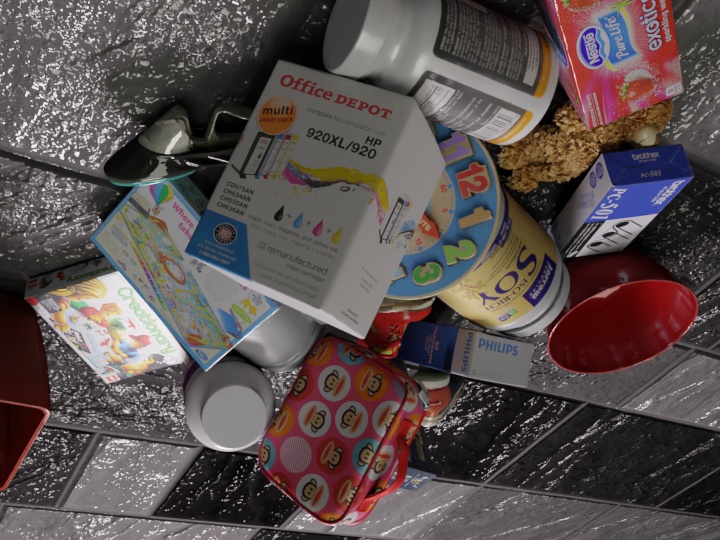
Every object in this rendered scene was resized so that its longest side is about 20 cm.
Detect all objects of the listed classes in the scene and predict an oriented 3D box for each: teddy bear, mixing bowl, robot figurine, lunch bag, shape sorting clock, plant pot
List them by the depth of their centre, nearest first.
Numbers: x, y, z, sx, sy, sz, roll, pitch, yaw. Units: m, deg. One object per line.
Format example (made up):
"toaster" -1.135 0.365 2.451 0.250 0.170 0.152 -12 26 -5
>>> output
"shape sorting clock" 0.048 -0.069 0.804 0.200 0.200 0.039 -26 168 16
"teddy bear" 0.249 -0.141 0.853 0.200 0.067 0.145 -11 141 0
"plant pot" -0.482 0.122 0.905 0.200 0.176 0.200 19 131 -29
"lunch bag" -0.014 0.196 0.920 0.200 0.176 0.082 -60 146 0
"robot figurine" -0.119 0.054 0.955 0.170 0.113 0.200 -10 143 31
"mixing bowl" 0.336 0.039 1.042 0.200 0.108 0.200 -6 139 -5

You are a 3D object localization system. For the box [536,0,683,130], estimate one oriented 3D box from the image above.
"box" 0.223 -0.242 0.712 0.100 0.096 0.200 -22 138 12

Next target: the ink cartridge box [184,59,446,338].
"ink cartridge box" -0.034 -0.064 0.723 0.147 0.200 0.145 22 172 20

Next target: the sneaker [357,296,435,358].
"sneaker" 0.040 0.067 0.964 0.077 0.085 0.200 2 173 -13

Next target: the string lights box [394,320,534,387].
"string lights box" 0.116 0.101 1.008 0.103 0.059 0.200 14 176 -33

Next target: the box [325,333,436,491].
"box" 0.014 0.197 1.080 0.158 0.200 0.051 23 125 -34

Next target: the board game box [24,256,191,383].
"board game box" -0.315 0.066 0.985 0.126 0.035 0.200 -16 138 6

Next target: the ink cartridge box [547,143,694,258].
"ink cartridge box" 0.297 -0.075 0.905 0.094 0.044 0.200 -7 159 -8

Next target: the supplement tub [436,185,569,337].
"supplement tub" 0.147 -0.016 0.911 0.145 0.145 0.200 -34 134 24

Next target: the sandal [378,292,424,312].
"sandal" 0.000 0.000 0.894 0.080 0.200 0.054 -18 112 -31

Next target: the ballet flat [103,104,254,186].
"ballet flat" -0.160 -0.134 0.779 0.200 0.068 0.068 -10 130 -17

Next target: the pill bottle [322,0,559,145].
"pill bottle" 0.074 -0.197 0.715 0.200 0.116 0.116 15 133 -25

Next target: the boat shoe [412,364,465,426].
"boat shoe" 0.114 0.166 1.096 0.071 0.063 0.200 -1 -175 16

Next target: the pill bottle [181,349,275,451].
"pill bottle" -0.171 0.163 0.994 0.112 0.200 0.113 -1 96 -15

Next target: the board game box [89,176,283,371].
"board game box" -0.189 -0.004 0.846 0.134 0.034 0.200 -39 92 29
